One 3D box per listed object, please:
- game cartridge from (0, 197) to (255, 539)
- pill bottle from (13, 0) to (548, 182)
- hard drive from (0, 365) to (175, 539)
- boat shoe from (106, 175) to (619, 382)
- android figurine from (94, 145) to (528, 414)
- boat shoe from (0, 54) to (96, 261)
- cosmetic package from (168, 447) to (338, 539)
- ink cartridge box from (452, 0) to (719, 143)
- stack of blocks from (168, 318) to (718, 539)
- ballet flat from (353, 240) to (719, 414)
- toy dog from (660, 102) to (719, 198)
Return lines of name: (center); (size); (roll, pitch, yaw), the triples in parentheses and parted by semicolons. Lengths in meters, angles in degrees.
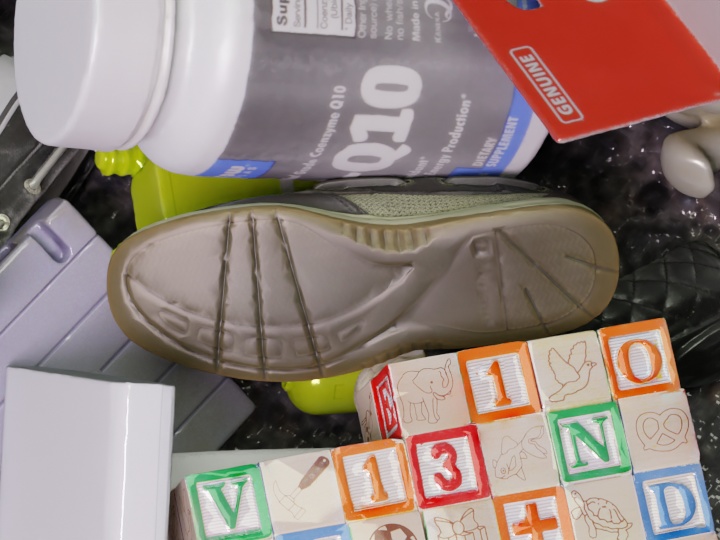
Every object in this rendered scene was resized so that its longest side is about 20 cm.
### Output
game cartridge: (-0.150, 0.085, 1.220); (0.200, 0.038, 0.130); (-47, 112, -16)
pill bottle: (-0.029, -0.092, 1.190); (0.200, 0.114, 0.114); (2, 68, -25)
hard drive: (-0.110, 0.140, 1.149); (0.027, 0.132, 0.200); (2, 90, -26)
boat shoe: (0.001, -0.001, 1.188); (0.200, 0.066, 0.072); (-5, 105, -1)
android figurine: (-0.014, -0.027, 1.259); (0.200, 0.041, 0.182); (-3, 70, -25)
boat shoe: (-0.168, 0.003, 1.256); (0.064, 0.071, 0.200); (26, 73, 5)
cosmetic package: (-0.003, 0.125, 1.200); (0.200, 0.074, 0.102); (0, 76, -11)
ink cartridge box: (0.107, -0.147, 1.178); (0.173, 0.044, 0.200); (-14, 52, -28)
stack of blocks: (0.029, 0.094, 1.146); (0.200, 0.059, 0.115); (-10, 78, -14)
ballet flat: (0.081, 0.033, 1.248); (0.200, 0.067, 0.057); (-12, 45, -29)
toy dog: (0.143, -0.132, 1.284); (0.200, 0.140, 0.194); (-11, 70, -4)
